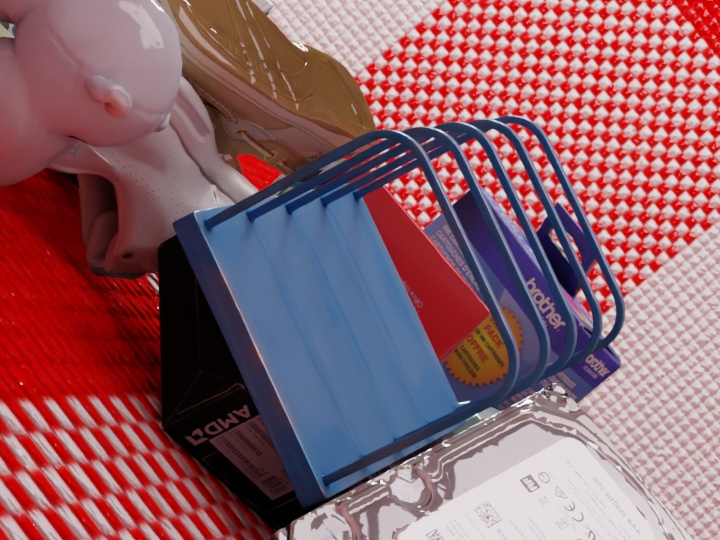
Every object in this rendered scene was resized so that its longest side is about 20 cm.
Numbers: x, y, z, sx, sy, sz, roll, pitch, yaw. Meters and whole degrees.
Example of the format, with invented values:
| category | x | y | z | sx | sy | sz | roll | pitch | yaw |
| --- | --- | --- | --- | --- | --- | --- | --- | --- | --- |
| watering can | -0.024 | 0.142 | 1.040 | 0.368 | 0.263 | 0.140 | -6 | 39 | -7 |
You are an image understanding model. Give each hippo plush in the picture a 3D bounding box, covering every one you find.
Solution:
| category | x | y | z | sx | sy | sz | roll | pitch | yaw |
| --- | --- | --- | --- | --- | --- | --- | --- | --- | --- |
| hippo plush | -0.140 | -0.129 | 0.988 | 0.161 | 0.199 | 0.159 | 64 | 9 | -5 |

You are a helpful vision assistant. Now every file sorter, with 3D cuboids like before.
| category | x | y | z | sx | sy | sz | roll | pitch | yaw |
| --- | --- | --- | --- | --- | --- | --- | --- | --- | --- |
| file sorter | 0.030 | 0.008 | 1.026 | 0.139 | 0.122 | 0.200 | 65 | 21 | 3 |

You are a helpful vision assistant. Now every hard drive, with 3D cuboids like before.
| category | x | y | z | sx | sy | sz | roll | pitch | yaw |
| --- | --- | --- | --- | --- | --- | --- | --- | --- | --- |
| hard drive | 0.064 | 0.139 | 0.962 | 0.200 | 0.038 | 0.140 | -22 | 66 | -43 |

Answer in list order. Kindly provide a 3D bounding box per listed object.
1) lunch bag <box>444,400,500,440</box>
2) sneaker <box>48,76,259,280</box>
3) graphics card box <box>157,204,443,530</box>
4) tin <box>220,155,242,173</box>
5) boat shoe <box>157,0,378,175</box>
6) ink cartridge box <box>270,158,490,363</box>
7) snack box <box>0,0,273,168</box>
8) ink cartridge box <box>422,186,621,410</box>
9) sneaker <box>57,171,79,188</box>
| category | x | y | z | sx | sy | sz | roll | pitch | yaw |
| --- | --- | --- | --- | --- | --- | --- | --- | --- | --- |
| lunch bag | 0.115 | 0.183 | 1.277 | 0.200 | 0.122 | 0.171 | 54 | 3 | -41 |
| sneaker | -0.096 | -0.021 | 1.095 | 0.075 | 0.089 | 0.200 | 23 | -23 | 44 |
| graphics card box | -0.023 | 0.075 | 1.068 | 0.200 | 0.051 | 0.126 | 46 | 26 | -37 |
| tin | -0.128 | -0.112 | 1.379 | 0.112 | 0.042 | 0.200 | 50 | -13 | 33 |
| boat shoe | -0.062 | -0.089 | 1.125 | 0.200 | 0.069 | 0.074 | 28 | 37 | -58 |
| ink cartridge box | 0.000 | 0.000 | 1.228 | 0.116 | 0.067 | 0.200 | 49 | -8 | -12 |
| snack box | -0.142 | -0.137 | 1.149 | 0.116 | 0.037 | 0.200 | 43 | 36 | 5 |
| ink cartridge box | 0.069 | 0.044 | 1.387 | 0.137 | 0.200 | 0.076 | 54 | 7 | 35 |
| sneaker | -0.133 | -0.079 | 1.235 | 0.079 | 0.075 | 0.200 | 52 | 6 | -23 |
